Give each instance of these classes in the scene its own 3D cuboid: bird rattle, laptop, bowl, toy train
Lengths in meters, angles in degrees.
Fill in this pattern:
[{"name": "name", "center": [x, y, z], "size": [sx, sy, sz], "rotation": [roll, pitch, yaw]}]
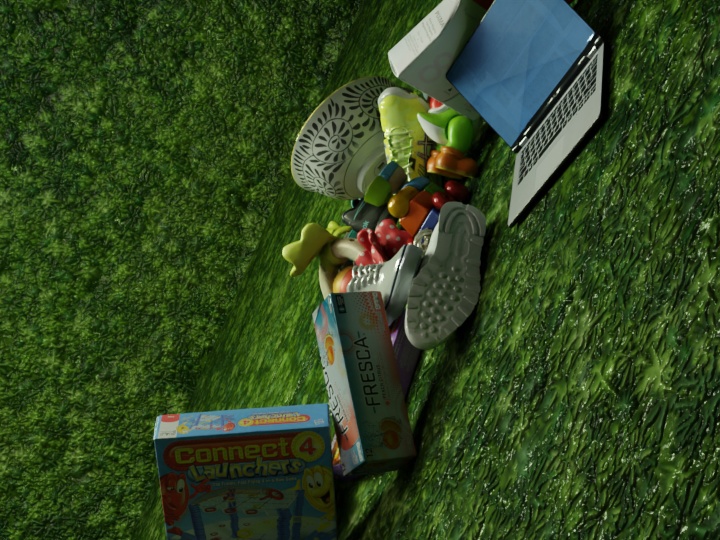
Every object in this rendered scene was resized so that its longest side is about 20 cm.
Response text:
[{"name": "bird rattle", "center": [0.000, 0.000, 1.707], "size": [0.113, 0.199, 0.164], "rotation": [-35, -53, -49]}, {"name": "laptop", "center": [0.172, -0.191, 1.312], "size": [0.187, 0.115, 0.201], "rotation": [-55, 15, 45]}, {"name": "bowl", "center": [0.007, -0.167, 1.718], "size": [0.200, 0.094, 0.201], "rotation": [-32, -31, -22]}, {"name": "toy train", "center": [0.054, -0.077, 1.506], "size": [0.085, 0.115, 0.200], "rotation": [-61, -8, 22]}]

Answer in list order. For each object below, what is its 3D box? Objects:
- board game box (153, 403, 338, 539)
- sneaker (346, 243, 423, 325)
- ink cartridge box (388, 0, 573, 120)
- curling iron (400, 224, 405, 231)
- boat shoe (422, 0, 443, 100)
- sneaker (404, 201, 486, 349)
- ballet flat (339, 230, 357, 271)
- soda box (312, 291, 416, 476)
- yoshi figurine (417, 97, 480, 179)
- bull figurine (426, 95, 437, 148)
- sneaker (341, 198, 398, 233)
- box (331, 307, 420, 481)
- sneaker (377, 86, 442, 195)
[{"name": "board game box", "center": [-0.127, 0.258, 1.381], "size": [0.056, 0.199, 0.197], "rotation": [-99, 5, -68]}, {"name": "sneaker", "center": [0.020, 0.021, 1.432], "size": [0.200, 0.070, 0.073], "rotation": [119, 172, -61]}, {"name": "ink cartridge box", "center": [0.154, -0.280, 1.437], "size": [0.200, 0.162, 0.057], "rotation": [-37, 54, 28]}, {"name": "curling iron", "center": [0.066, -0.069, 1.775], "size": [0.050, 0.025, 0.201], "rotation": [-43, 25, 56]}, {"name": "boat shoe", "center": [0.134, -0.358, 1.941], "size": [0.062, 0.073, 0.201], "rotation": [-44, 30, 53]}, {"name": "sneaker", "center": [0.096, 0.017, 1.382], "size": [0.081, 0.076, 0.201], "rotation": [115, 179, -54]}, {"name": "ballet flat", "center": [-0.010, 0.002, 1.888], "size": [0.064, 0.067, 0.201], "rotation": [120, 169, -62]}, {"name": "soda box", "center": [0.002, 0.127, 1.356], "size": [0.064, 0.068, 0.201], "rotation": [132, 131, -56]}, {"name": "yoshi figurine", "center": [0.152, -0.221, 1.594], "size": [0.112, 0.112, 0.201], "rotation": [11, -91, -61]}, {"name": "bull figurine", "center": [0.120, -0.231, 1.753], "size": [0.201, 0.065, 0.121], "rotation": [-68, 14, -1]}, {"name": "sneaker", "center": [0.034, -0.115, 1.818], "size": [0.200, 0.079, 0.076], "rotation": [-62, -11, -52]}, {"name": "box", "center": [0.018, 0.157, 1.500], "size": [0.137, 0.039, 0.201], "rotation": [-39, 29, 65]}, {"name": "sneaker", "center": [0.069, -0.154, 1.628], "size": [0.077, 0.075, 0.201], "rotation": [-68, -34, -50]}]
